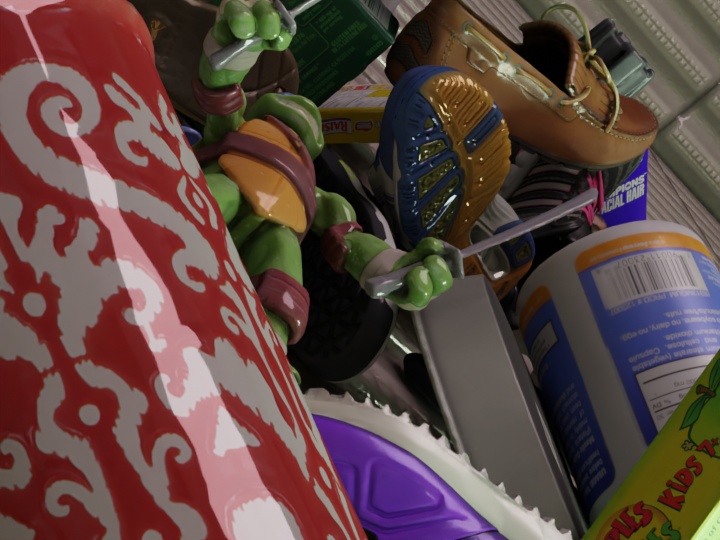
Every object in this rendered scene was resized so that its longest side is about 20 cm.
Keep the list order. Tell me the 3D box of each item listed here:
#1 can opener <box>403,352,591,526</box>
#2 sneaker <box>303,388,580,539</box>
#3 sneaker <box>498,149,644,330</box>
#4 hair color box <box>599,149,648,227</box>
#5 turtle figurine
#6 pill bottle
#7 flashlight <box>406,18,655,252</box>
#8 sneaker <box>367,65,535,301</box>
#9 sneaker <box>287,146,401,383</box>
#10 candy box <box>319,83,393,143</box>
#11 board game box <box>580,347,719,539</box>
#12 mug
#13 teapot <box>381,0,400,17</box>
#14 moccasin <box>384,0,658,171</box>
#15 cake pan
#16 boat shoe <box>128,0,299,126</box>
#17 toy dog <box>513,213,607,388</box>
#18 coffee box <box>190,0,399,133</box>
[{"bbox_3d":[0.106,0.105,0.936,0.200,0.063,0.079,49,15,-4],"label":"can opener"},{"bbox_3d":[0.020,0.125,0.623,0.200,0.070,0.100,31,52,-5],"label":"sneaker"},{"bbox_3d":[0.120,-0.027,1.037,0.087,0.200,0.074,32,-34,35],"label":"sneaker"},{"bbox_3d":[0.154,-0.046,1.232,0.109,0.065,0.200,51,-22,42],"label":"hair color box"},{"bbox_3d":[-0.019,-0.040,0.714,0.194,0.200,0.144,-65,150,-50],"label":"turtle figurine"},{"bbox_3d":[0.160,0.084,0.870,0.112,0.112,0.200,32,34,-51],"label":"pill bottle"},{"bbox_3d":[0.101,-0.085,1.122,0.068,0.200,0.068,57,15,27],"label":"flashlight"},{"bbox_3d":[0.032,-0.050,0.901,0.088,0.075,0.200,43,-14,29],"label":"sneaker"},{"bbox_3d":[0.000,0.000,0.867,0.083,0.072,0.200,43,16,-28],"label":"sneaker"},{"bbox_3d":[0.019,-0.109,1.157,0.200,0.102,0.026,-46,133,-75],"label":"candy box"},{"bbox_3d":[0.149,0.126,0.735,0.102,0.200,0.048,37,-2,-40],"label":"board game box"},{"bbox_3d":[-0.095,0.048,0.437,0.200,0.177,0.133,60,-19,21],"label":"mug"},{"bbox_3d":[-0.066,-0.224,1.105,0.197,0.146,0.200,-29,100,-50],"label":"teapot"},{"bbox_3d":[0.103,-0.112,0.969,0.201,0.078,0.074,18,24,-37],"label":"moccasin"},{"bbox_3d":[0.074,0.088,0.807,0.200,0.037,0.201,-22,90,-84],"label":"cake pan"},{"bbox_3d":[-0.125,-0.129,0.850,0.200,0.072,0.068,33,-12,-27],"label":"boat shoe"},{"bbox_3d":[0.168,0.046,1.127,0.200,0.140,0.194,49,5,-4],"label":"toy dog"},{"bbox_3d":[-0.087,-0.164,0.912,0.200,0.123,0.044,45,24,-15],"label":"coffee box"}]
